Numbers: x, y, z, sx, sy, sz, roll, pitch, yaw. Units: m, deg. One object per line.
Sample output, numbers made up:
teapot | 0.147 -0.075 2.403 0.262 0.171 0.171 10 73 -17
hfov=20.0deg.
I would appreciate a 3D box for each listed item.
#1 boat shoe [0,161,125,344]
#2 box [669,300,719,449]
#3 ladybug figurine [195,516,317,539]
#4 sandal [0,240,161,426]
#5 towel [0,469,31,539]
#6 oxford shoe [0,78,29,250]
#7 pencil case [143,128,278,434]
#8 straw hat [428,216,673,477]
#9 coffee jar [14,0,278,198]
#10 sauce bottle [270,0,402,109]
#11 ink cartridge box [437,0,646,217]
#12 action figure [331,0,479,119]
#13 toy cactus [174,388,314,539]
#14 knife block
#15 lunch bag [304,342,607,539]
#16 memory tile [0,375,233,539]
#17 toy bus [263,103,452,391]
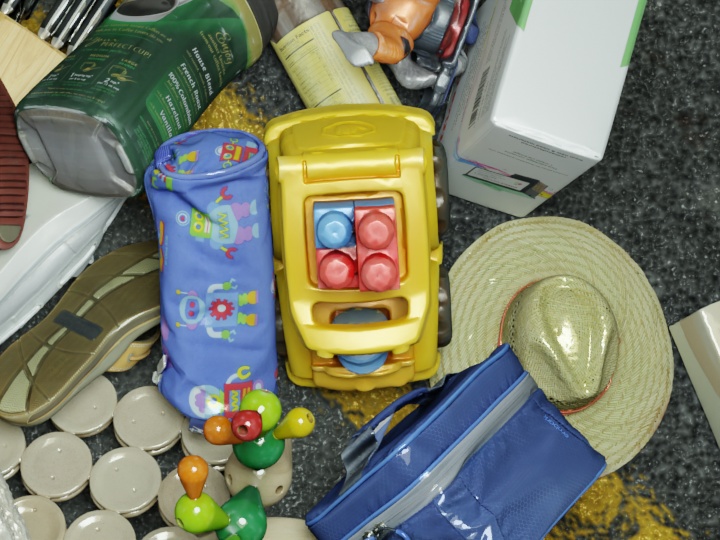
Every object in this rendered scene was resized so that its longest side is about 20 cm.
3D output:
boat shoe | -0.218 -0.020 1.435 0.072 0.069 0.200 21 61 31
box | 0.311 0.111 1.482 0.095 0.078 0.201 -22 83 -12
ladybug figurine | -0.077 0.241 1.404 0.199 0.072 0.137 -5 79 -10
sandal | -0.178 0.046 1.429 0.080 0.054 0.200 27 57 33
towel | -0.299 0.143 1.363 0.132 0.034 0.201 -33 68 18
oxford shoe | -0.279 -0.106 1.390 0.074 0.070 0.201 -15 83 16
pencil case | -0.101 0.006 1.374 0.086 0.078 0.201 -5 113 -9
straw hat | 0.144 0.051 1.465 0.200 0.085 0.202 2 79 -8
coffee jar | -0.144 -0.142 1.424 0.104 0.086 0.200 8 46 34
sauce bottle | -0.031 -0.170 1.493 0.064 0.065 0.201 -26 83 -12
ink cartridge box | 0.123 -0.133 1.440 0.084 0.200 0.146 19 77 -7
action figure | 0.043 -0.215 1.450 0.104 0.193 0.201 22 91 8
toy cactus | -0.064 0.149 1.323 0.102 0.165 0.201 2 116 8
knife block | -0.238 -0.128 1.455 0.175 0.064 0.201 -12 81 -10
lunch bag | 0.055 0.146 1.379 0.132 0.136 0.200 49 37 3
memory tile | -0.184 0.141 1.398 0.199 0.017 0.154 13 59 8
toy bus | 0.000 0.000 1.381 0.135 0.192 0.201 -4 104 -2
